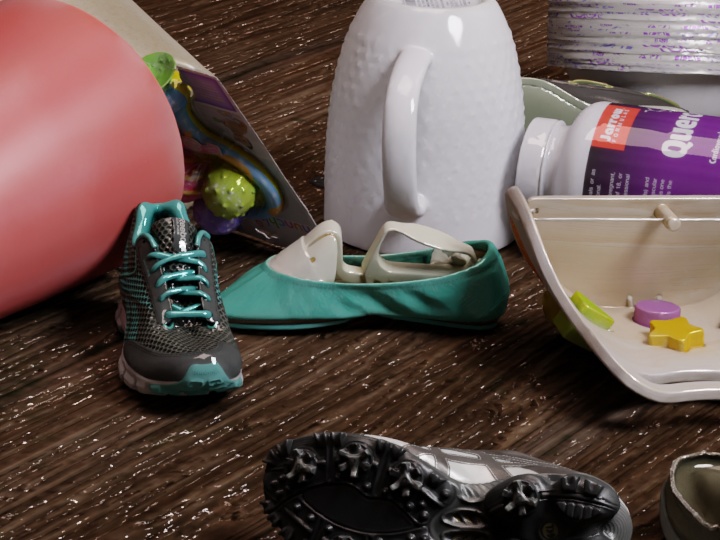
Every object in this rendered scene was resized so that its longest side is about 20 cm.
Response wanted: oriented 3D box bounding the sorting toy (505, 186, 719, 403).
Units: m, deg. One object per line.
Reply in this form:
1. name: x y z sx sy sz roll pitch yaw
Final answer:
1. sorting toy: 0.201 0.028 1.605 0.198 0.108 0.180 0 27 -10

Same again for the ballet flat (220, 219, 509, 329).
1. ballet flat: 0.000 0.000 1.683 0.198 0.071 0.067 0 20 -7

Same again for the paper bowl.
1. paper bowl: 0.254 -0.178 2.132 0.199 0.105 0.201 3 6 0

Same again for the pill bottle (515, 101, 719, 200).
1. pill bottle: 0.215 -0.058 1.811 0.199 0.113 0.112 9 20 18

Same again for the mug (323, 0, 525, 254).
1. mug: 0.043 -0.107 1.831 0.147 0.177 0.200 6 20 10

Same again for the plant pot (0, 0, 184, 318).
1. plant pot: -0.244 -0.057 1.664 0.199 0.202 0.177 13 33 27

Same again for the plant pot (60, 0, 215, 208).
1. plant pot: -0.200 -0.126 1.868 0.200 0.202 0.183 -15 37 -41

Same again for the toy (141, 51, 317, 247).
1. toy: -0.108 -0.068 1.756 0.115 0.200 0.047 17 60 36

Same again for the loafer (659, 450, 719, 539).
1. loafer: 0.218 0.135 1.331 0.075 0.070 0.200 -4 21 -19

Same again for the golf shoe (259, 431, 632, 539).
1. golf shoe: 0.047 0.129 1.351 0.199 0.078 0.094 10 3 15

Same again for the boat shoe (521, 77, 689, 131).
1. boat shoe: 0.172 -0.117 2.042 0.200 0.072 0.061 10 15 -1

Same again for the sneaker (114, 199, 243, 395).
1. sneaker: -0.119 0.015 1.595 0.077 0.092 0.200 -4 21 -15
